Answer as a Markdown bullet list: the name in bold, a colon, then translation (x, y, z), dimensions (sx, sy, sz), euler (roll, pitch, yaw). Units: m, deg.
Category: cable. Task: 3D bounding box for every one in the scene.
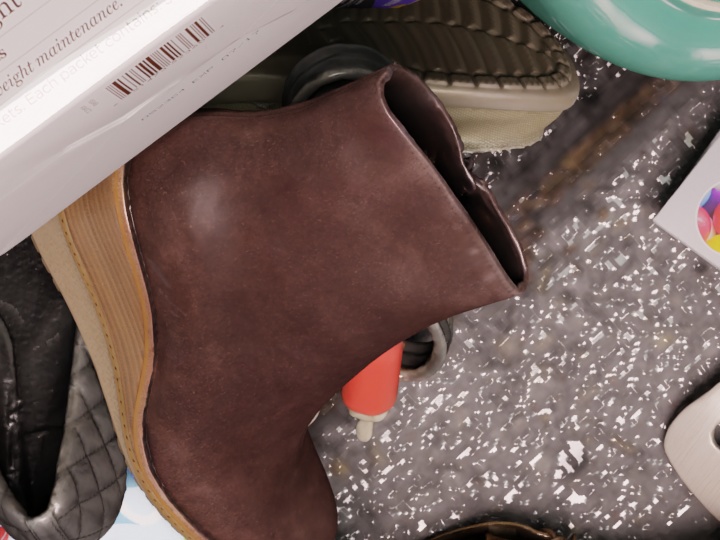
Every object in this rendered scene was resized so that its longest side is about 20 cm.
- **cable**: translation (0.000, 0.000, 0.987), dimensions (0.097, 0.051, 0.200), euler (8, 143, -9)

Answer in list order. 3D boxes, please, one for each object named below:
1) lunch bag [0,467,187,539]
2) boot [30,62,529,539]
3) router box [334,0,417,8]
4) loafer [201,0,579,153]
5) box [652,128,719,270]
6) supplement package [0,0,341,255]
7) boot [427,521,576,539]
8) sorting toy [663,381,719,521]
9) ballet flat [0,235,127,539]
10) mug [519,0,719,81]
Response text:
- **lunch bag**: translation (-0.106, 0.169, 1.042), dimensions (0.160, 0.082, 0.201), euler (-23, 106, -1)
- **boot**: translation (-0.014, 0.026, 0.938), dimensions (0.166, 0.072, 0.200), euler (-12, 122, 31)
- **router box**: translation (-0.057, -0.196, 0.950), dimensions (0.156, 0.052, 0.201), euler (0, 91, -11)
- **loafer**: translation (-0.016, -0.067, 1.003), dimensions (0.199, 0.076, 0.068), euler (1, 133, -12)
- **box**: translation (0.234, -0.056, 1.021), dimensions (0.156, 0.041, 0.200), euler (37, 95, 23)
- **supplement package**: translation (-0.113, -0.140, 0.832), dimensions (0.191, 0.147, 0.200), euler (-36, 86, 1)
- **boot**: translation (0.086, 0.133, 1.063), dimensions (0.199, 0.074, 0.076), euler (-18, 96, 9)
- **sorting toy**: translation (0.229, 0.073, 1.084), dimensions (0.180, 0.107, 0.200), euler (33, 97, 3)
- **ballet flat**: translation (-0.125, 0.007, 0.975), dimensions (0.066, 0.057, 0.201), euler (-16, 76, -1)
- **mug**: translation (0.108, -0.149, 0.980), dimensions (0.184, 0.114, 0.153), euler (6, 103, -12)
